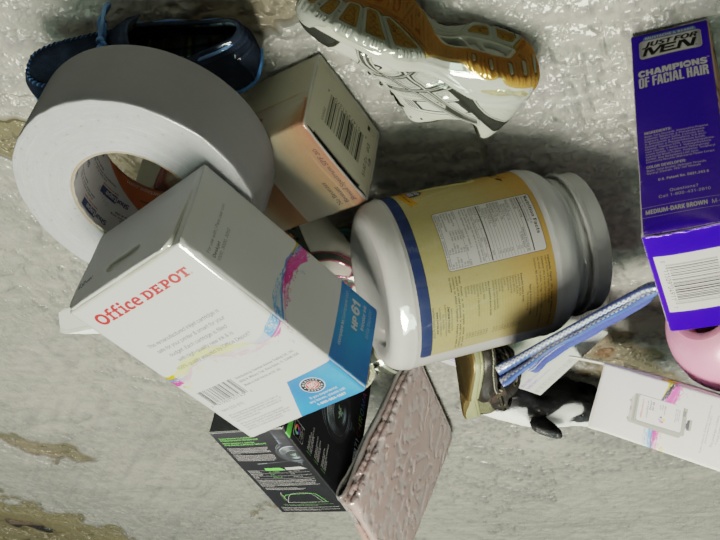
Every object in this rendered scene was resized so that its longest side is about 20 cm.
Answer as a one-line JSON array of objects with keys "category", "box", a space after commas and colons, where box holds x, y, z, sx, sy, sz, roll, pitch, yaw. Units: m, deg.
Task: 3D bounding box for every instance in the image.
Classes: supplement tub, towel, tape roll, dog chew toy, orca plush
[{"category": "supplement tub", "box": [0.101, -0.005, 0.821, 0.196, 0.146, 0.146, -12, 145, -12]}, {"category": "towel", "box": [0.047, 0.234, 1.137, 0.032, 0.202, 0.193, 9, 144, 30]}, {"category": "towel", "box": [0.190, 0.053, 0.812, 0.143, 0.024, 0.200, -32, 170, 13]}, {"category": "tape roll", "box": [-0.170, -0.076, 0.761, 0.196, 0.067, 0.202, 8, 139, 7]}, {"category": "dog chew toy", "box": [0.383, 0.070, 0.916, 0.198, 0.127, 0.124, 27, 140, -33]}, {"category": "orca plush", "box": [0.232, 0.138, 1.073, 0.196, 0.105, 0.073, 13, 110, 15]}]

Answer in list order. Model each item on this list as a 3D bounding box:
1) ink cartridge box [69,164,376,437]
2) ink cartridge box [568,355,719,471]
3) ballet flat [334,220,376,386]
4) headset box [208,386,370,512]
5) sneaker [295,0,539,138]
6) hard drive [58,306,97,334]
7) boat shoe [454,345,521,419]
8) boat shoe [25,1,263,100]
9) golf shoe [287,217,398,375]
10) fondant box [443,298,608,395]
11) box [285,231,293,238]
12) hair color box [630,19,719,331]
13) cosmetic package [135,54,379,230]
[{"category": "ink cartridge box", "box": [-0.104, 0.031, 0.752, 0.143, 0.086, 0.199, -26, 128, 35]}, {"category": "ink cartridge box", "box": [0.302, 0.141, 0.928, 0.197, 0.069, 0.116, 16, 180, 39]}, {"category": "ballet flat", "box": [-0.009, 0.031, 0.997, 0.066, 0.063, 0.204, 9, 120, 15]}, {"category": "headset box", "box": [-0.074, 0.146, 1.071, 0.091, 0.177, 0.201, -7, 138, 22]}, {"category": "sneaker", "box": [0.037, -0.156, 0.742, 0.196, 0.077, 0.088, 19, 142, -10]}, {"category": "hard drive", "box": [-0.173, 0.039, 0.926, 0.130, 0.027, 0.199, -12, 172, 28]}, {"category": "boat shoe", "box": [0.127, 0.097, 0.947, 0.063, 0.075, 0.200, -10, 162, 2]}, {"category": "boat shoe", "box": [-0.179, -0.180, 0.768, 0.195, 0.086, 0.069, -10, 158, 3]}, {"category": "golf shoe", "box": [0.000, 0.000, 0.910, 0.087, 0.077, 0.202, -35, 98, 2]}, {"category": "fondant box", "box": [0.135, 0.047, 0.991, 0.196, 0.059, 0.145, 20, 142, -10]}, {"category": "box", "box": [-0.145, -0.005, 1.008, 0.196, 0.042, 0.120, -6, 140, 24]}, {"category": "hair color box", "box": [0.240, -0.072, 0.696, 0.064, 0.203, 0.110, -10, 139, 22]}, {"category": "cosmetic package", "box": [-0.093, -0.093, 0.842, 0.197, 0.089, 0.103, -18, 134, 32]}]
